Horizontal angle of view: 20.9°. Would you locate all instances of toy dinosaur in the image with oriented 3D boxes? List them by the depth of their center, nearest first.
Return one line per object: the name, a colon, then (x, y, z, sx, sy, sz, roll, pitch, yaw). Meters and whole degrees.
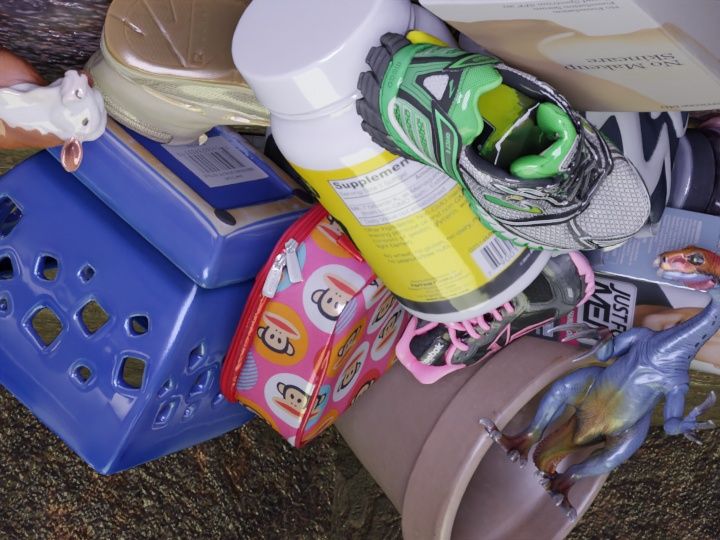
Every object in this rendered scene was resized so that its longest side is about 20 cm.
toy dinosaur: (0.163, 0.059, 1.229, 0.105, 0.181, 0.200, 46, -176, -2)

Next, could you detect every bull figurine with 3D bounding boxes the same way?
bull figurine: (-0.237, -0.115, 1.191, 0.121, 0.066, 0.200, 25, 175, -34)

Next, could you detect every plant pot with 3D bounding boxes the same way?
plant pot: (-0.146, -0.008, 1.312, 0.200, 0.180, 0.200, 40, -157, 17)
plant pot: (0.068, 0.099, 1.390, 0.174, 0.201, 0.200, 36, -170, 33)

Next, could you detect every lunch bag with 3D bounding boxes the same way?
lunch bag: (0.000, 0.000, 1.254, 0.082, 0.200, 0.177, 33, 134, 12)

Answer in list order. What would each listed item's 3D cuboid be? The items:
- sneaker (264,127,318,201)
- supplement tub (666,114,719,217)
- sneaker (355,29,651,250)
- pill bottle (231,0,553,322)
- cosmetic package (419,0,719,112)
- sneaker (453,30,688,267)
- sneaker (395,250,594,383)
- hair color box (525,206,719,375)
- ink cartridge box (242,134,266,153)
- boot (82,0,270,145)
sneaker: (-0.018, -0.067, 1.368, 0.070, 0.100, 0.200, 10, 168, -22)
supplement tub: (0.280, -0.047, 1.321, 0.199, 0.108, 0.107, 11, 169, -27)
sneaker: (0.087, -0.054, 1.003, 0.199, 0.079, 0.085, 23, 180, -43)
pill bottle: (0.021, -0.073, 1.074, 0.114, 0.115, 0.200, -2, 140, 37)
cosmetic package: (0.116, -0.137, 0.958, 0.104, 0.072, 0.200, 0, 170, 29)
sneaker: (0.126, -0.071, 1.170, 0.079, 0.131, 0.199, -4, 167, 36)
sneaker: (0.075, 0.023, 1.209, 0.079, 0.095, 0.200, 48, 158, 3)
hair color box: (0.207, 0.013, 1.264, 0.198, 0.061, 0.099, 11, 149, 10)
ink cartridge box: (-0.014, -0.046, 1.496, 0.198, 0.100, 0.039, 4, 170, -2)
boot: (-0.068, -0.113, 1.192, 0.198, 0.073, 0.155, 9, 170, -14)
